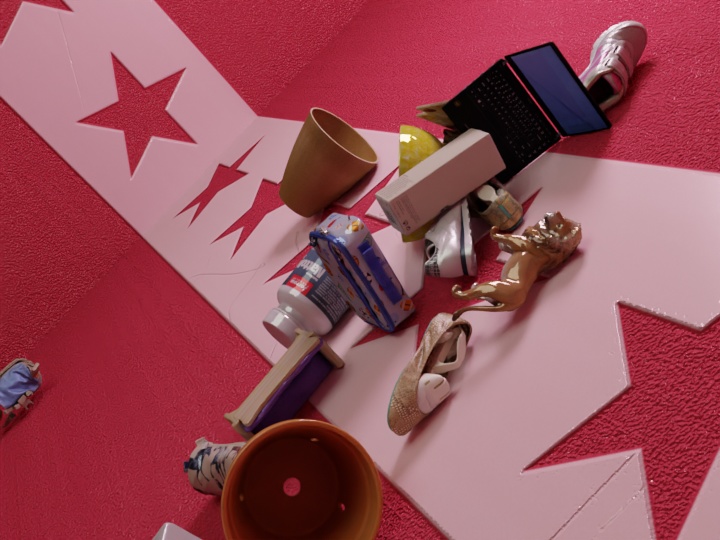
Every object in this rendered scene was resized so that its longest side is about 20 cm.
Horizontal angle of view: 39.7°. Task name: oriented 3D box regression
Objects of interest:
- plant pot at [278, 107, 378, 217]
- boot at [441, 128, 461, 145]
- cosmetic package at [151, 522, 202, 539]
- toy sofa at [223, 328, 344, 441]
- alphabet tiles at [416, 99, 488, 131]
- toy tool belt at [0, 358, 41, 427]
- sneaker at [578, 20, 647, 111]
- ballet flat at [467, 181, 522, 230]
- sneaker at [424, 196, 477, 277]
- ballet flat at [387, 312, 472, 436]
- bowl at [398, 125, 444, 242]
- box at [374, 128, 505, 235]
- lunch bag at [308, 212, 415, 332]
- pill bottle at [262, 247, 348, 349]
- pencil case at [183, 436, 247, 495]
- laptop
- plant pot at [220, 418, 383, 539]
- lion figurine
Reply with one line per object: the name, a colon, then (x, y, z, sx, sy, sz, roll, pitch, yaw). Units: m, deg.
plant pot: (-0.092, -0.224, 2.212, 0.201, 0.185, 0.187, -50, 19, 20)
boot: (0.179, -0.215, 1.766, 0.074, 0.075, 0.200, -64, 7, 6)
cosmetic package: (-0.213, 0.446, 1.159, 0.167, 0.166, 0.201, -51, 18, 25)
toy sofa: (-0.117, 0.196, 1.597, 0.201, 0.083, 0.097, -50, 24, -15)
alphabet tiles: (0.200, -0.264, 1.738, 0.165, 0.198, 0.006, 0, 81, 48)
toy tool belt: (-0.965, 0.339, 2.763, 0.201, 0.125, 0.123, -54, 15, -21)
sneaker: (0.406, -0.317, 1.617, 0.201, 0.081, 0.088, -54, 24, -2)
ballet flat: (0.203, -0.118, 1.621, 0.071, 0.071, 0.200, -43, 21, 1)
sneaker: (0.139, -0.060, 1.580, 0.079, 0.077, 0.201, -11, 31, 11)
ballet flat: (0.099, 0.137, 1.353, 0.065, 0.071, 0.201, -3, 48, 38)
bowl: (0.123, -0.150, 1.720, 0.106, 0.203, 0.201, 0, 32, 6)
box: (0.127, -0.143, 1.595, 0.199, 0.069, 0.082, -34, 21, -5)
lunch bag: (0.000, 0.000, 1.586, 0.075, 0.201, 0.160, -38, 20, -12)
pill bottle: (-0.077, 0.043, 1.756, 0.201, 0.120, 0.119, -51, 23, -17)
pencil case: (-0.194, 0.299, 1.537, 0.077, 0.090, 0.199, -30, 8, -40)
laptop: (0.264, -0.245, 1.593, 0.199, 0.178, 0.104, -37, 22, 13)
plant pot: (-0.080, 0.285, 1.258, 0.200, 0.200, 0.140, -47, 5, -10)
lion figurine: (0.217, 0.002, 1.374, 0.121, 0.073, 0.202, 19, 70, 35)
